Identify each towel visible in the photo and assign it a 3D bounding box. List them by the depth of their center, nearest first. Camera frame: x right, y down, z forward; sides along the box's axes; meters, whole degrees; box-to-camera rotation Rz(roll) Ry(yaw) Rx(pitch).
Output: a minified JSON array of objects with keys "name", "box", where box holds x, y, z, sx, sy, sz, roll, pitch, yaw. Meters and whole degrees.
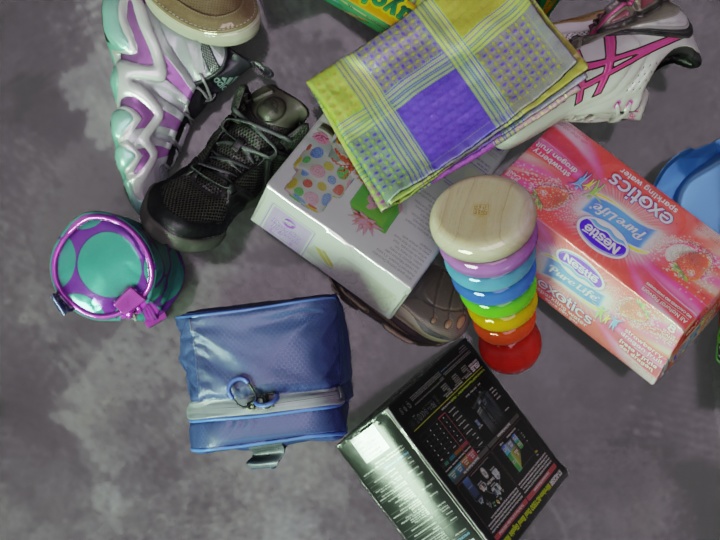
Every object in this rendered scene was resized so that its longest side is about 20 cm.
[{"name":"towel","box":[0.068,-0.154,1.512,0.200,0.023,0.144,-33,67,7]}]

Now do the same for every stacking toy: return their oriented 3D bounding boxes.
[{"name":"stacking toy","box":[0.113,0.017,1.544,0.085,0.200,0.085,-7,48,8]}]

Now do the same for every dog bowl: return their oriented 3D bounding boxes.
[{"name":"dog bowl","box":[0.339,-0.075,1.623,0.200,0.050,0.112,-31,89,-2]}]

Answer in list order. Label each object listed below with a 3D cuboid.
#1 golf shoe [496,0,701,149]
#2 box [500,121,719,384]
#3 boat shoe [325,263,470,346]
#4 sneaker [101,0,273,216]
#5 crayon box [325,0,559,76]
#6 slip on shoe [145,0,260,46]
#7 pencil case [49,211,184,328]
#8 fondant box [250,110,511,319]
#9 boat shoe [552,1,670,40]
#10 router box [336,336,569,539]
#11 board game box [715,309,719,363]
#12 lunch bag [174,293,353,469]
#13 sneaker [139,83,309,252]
[{"name":"golf shoe","box":[0.192,-0.153,1.543,0.200,0.073,0.092,-37,89,-11]},{"name":"box","box":[0.203,-0.017,1.562,0.200,0.095,0.103,39,61,14]},{"name":"boat shoe","box":[0.000,0.000,1.600,0.200,0.073,0.075,42,54,-1]},{"name":"sneaker","box":[-0.142,-0.148,1.610,0.140,0.078,0.200,-6,89,0]},{"name":"crayon box","box":[0.060,-0.246,1.586,0.200,0.058,0.119,33,87,24]},{"name":"slip on shoe","box":[-0.159,-0.268,1.588,0.076,0.061,0.200,-31,65,-24]},{"name":"pencil case","box":[-0.196,0.001,1.544,0.085,0.200,0.093,-27,88,2]},{"name":"fondant box","box":[0.023,-0.079,1.571,0.144,0.058,0.200,36,55,1]},{"name":"boat shoe","box":[0.179,-0.176,1.614,0.200,0.071,0.069,-17,87,-2]},{"name":"router box","box":[0.080,0.156,1.543,0.062,0.200,0.150,-39,88,26]},{"name":"board game box","box":[0.417,0.004,1.510,0.199,0.200,0.200,-1,105,-9]},{"name":"lunch bag","box":[-0.075,0.092,1.542,0.136,0.200,0.133,-7,91,2]},{"name":"sneaker","box":[-0.108,-0.090,1.536,0.076,0.199,0.114,34,123,11]}]
